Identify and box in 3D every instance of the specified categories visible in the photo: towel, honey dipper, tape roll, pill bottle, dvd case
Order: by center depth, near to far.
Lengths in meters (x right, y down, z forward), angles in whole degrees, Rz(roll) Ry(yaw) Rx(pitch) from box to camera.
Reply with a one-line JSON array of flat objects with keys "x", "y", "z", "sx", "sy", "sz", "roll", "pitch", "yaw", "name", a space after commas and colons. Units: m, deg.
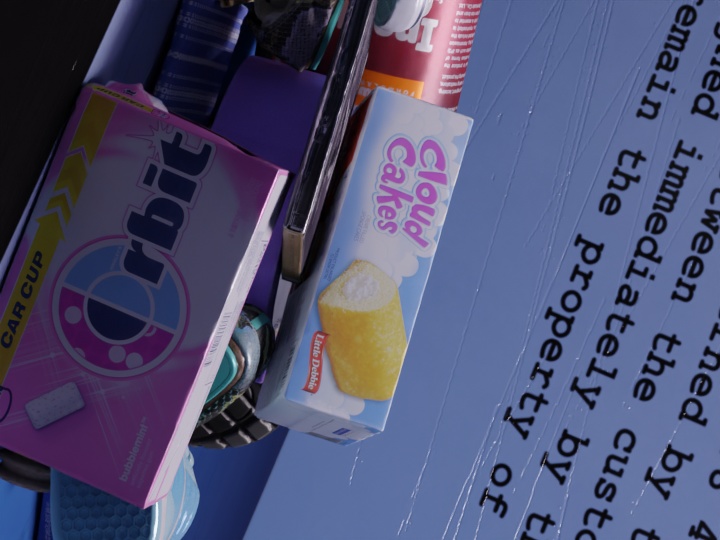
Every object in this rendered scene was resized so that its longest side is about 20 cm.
[{"x": -0.019, "y": -0.077, "z": 1.255, "sx": 0.200, "sy": 0.016, "sz": 0.150, "roll": 102, "pitch": 4, "yaw": -82, "name": "dvd case"}, {"x": -0.165, "y": 0.029, "z": 1.278, "sx": 0.038, "sy": 0.038, "sz": 0.202, "roll": -17, "pitch": 127, "yaw": -84, "name": "honey dipper"}, {"x": -0.124, "y": -0.077, "z": 1.360, "sx": 0.145, "sy": 0.024, "sz": 0.202, "roll": -24, "pitch": 134, "yaw": -82, "name": "towel"}, {"x": -0.066, "y": -0.033, "z": 1.411, "sx": 0.200, "sy": 0.065, "sz": 0.202, "roll": 15, "pitch": 90, "yaw": -85, "name": "tape roll"}, {"x": 0.021, "y": -0.155, "z": 1.516, "sx": 0.113, "sy": 0.112, "sz": 0.202, "roll": -52, "pitch": 154, "yaw": -75, "name": "pill bottle"}]

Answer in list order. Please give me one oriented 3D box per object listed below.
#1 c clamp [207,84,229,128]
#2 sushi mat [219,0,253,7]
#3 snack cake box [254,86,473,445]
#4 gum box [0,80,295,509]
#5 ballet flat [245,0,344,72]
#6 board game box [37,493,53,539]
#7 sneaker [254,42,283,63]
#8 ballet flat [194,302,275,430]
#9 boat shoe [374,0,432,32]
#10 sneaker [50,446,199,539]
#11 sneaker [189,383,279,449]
[{"x": -0.115, "y": -0.034, "z": 1.474, "sx": 0.200, "sy": 0.027, "sz": 0.172, "roll": -82, "pitch": -172, "yaw": -66, "name": "c clamp"}, {"x": -0.058, "y": -0.218, "z": 1.402, "sx": 0.200, "sy": 0.012, "sz": 0.097, "roll": -51, "pitch": 154, "yaw": -78, "name": "sushi mat"}, {"x": 0.000, "y": 0.000, "z": 1.354, "sx": 0.115, "sy": 0.067, "sz": 0.202, "roll": 140, "pitch": -33, "yaw": -76, "name": "snack cake box"}, {"x": -0.121, "y": 0.009, "z": 1.157, "sx": 0.066, "sy": 0.113, "sz": 0.201, "roll": -4, "pitch": 116, "yaw": -84, "name": "gum box"}, {"x": -0.021, "y": -0.194, "z": 1.308, "sx": 0.201, "sy": 0.072, "sz": 0.072, "roll": -54, "pitch": -172, "yaw": 50, "name": "ballet flat"}, {"x": -0.171, "y": 0.104, "z": 1.559, "sx": 0.136, "sy": 0.034, "sz": 0.201, "roll": 107, "pitch": 7, "yaw": -54, "name": "board game box"}, {"x": -0.078, "y": -0.097, "z": 1.569, "sx": 0.077, "sy": 0.081, "sz": 0.202, "roll": 30, "pitch": 60, "yaw": -63, "name": "sneaker"}, {"x": -0.122, "y": 0.079, "z": 1.344, "sx": 0.199, "sy": 0.074, "sz": 0.074, "roll": -31, "pitch": -160, "yaw": 36, "name": "ballet flat"}, {"x": 0.036, "y": -0.228, "z": 1.376, "sx": 0.074, "sy": 0.066, "sz": 0.201, "roll": 124, "pitch": -31, "yaw": -47, "name": "boat shoe"}, {"x": -0.134, "y": 0.075, "z": 1.263, "sx": 0.131, "sy": 0.079, "sz": 0.202, "roll": 46, "pitch": 48, "yaw": -80, "name": "sneaker"}, {"x": -0.061, "y": 0.058, "z": 1.557, "sx": 0.199, "sy": 0.075, "sz": 0.080, "roll": -31, "pitch": -154, "yaw": 22, "name": "sneaker"}]
